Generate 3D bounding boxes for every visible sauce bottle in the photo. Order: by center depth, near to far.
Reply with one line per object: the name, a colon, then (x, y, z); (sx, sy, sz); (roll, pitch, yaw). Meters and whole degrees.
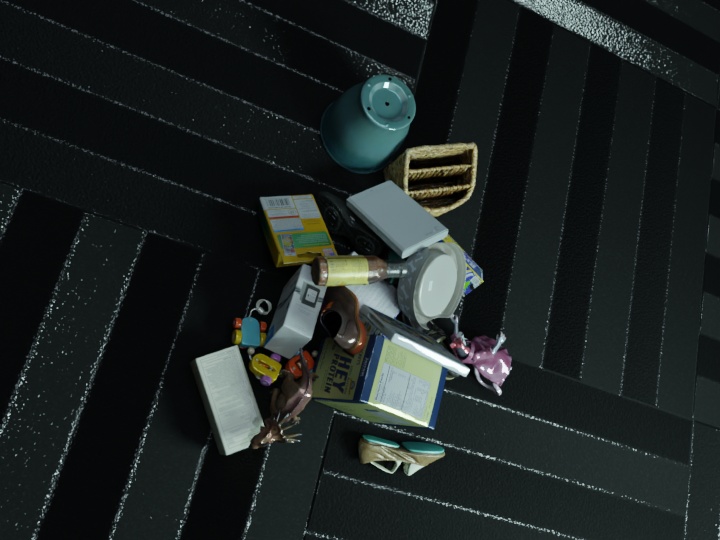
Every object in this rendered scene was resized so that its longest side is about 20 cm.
sauce bottle: (0.000, 0.000, 1.432); (0.200, 0.066, 0.066); (0, 77, -20)

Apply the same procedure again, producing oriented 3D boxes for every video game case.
video game case: (0.110, 0.145, 1.444); (0.200, 0.182, 0.023); (27, 95, -25)

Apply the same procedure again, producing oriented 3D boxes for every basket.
basket: (0.177, -0.210, 1.646); (0.200, 0.149, 0.143); (-8, 80, -24)

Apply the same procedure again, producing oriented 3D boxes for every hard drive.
hard drive: (0.079, -0.118, 1.530); (0.132, 0.026, 0.200); (-26, 54, -28)

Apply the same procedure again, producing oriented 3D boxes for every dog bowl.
dog bowl: (0.157, 0.029, 1.538); (0.200, 0.059, 0.200); (-22, 120, -45)

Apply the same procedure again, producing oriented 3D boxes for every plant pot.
plant pot: (0.029, -0.350, 1.599); (0.200, 0.188, 0.200); (5, 76, -21)

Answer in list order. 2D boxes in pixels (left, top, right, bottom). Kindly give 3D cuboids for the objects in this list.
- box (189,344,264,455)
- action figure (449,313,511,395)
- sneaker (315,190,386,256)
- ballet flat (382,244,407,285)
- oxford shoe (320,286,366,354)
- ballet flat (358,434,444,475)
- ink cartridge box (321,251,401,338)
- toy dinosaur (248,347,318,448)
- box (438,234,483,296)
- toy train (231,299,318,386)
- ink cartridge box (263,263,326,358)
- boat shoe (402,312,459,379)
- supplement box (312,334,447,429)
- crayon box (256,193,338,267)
box: (-0.266, 0.262, 1.390); (0.095, 0.078, 0.200); (-15, 83, -25)
action figure: (0.258, 0.192, 1.588); (0.200, 0.134, 0.149); (17, 95, -47)
sneaker: (-0.019, -0.114, 1.589); (0.200, 0.076, 0.091); (41, 42, 3)
ballet flat: (0.078, -0.027, 1.585); (0.068, 0.068, 0.200); (16, 27, 4)
oxford shoe: (-0.046, 0.082, 1.393); (0.072, 0.200, 0.071); (28, 110, -33)
ballet flat: (0.086, 0.410, 1.510); (0.200, 0.068, 0.072); (12, 93, -19)
ink cartridge box: (0.009, 0.077, 1.548); (0.200, 0.076, 0.137); (41, 67, -7)
toy dinosaur: (-0.134, 0.259, 1.343); (0.086, 0.136, 0.200); (26, 97, -9)
box: (0.204, -0.036, 1.638); (0.200, 0.064, 0.070); (46, 23, -12)
toy train: (-0.189, 0.167, 1.463); (0.200, 0.056, 0.150); (52, 48, 3)
ink cartridge box: (-0.129, 0.070, 1.447); (0.067, 0.116, 0.200); (26, 51, -15)
boat shoe: (0.173, 0.162, 1.599); (0.073, 0.065, 0.200); (-38, 92, -23)
supplement box: (0.032, 0.232, 1.428); (0.200, 0.200, 0.134); (28, 68, -31)
crayon box: (-0.139, -0.078, 1.493); (0.126, 0.052, 0.200); (-6, 50, -23)
